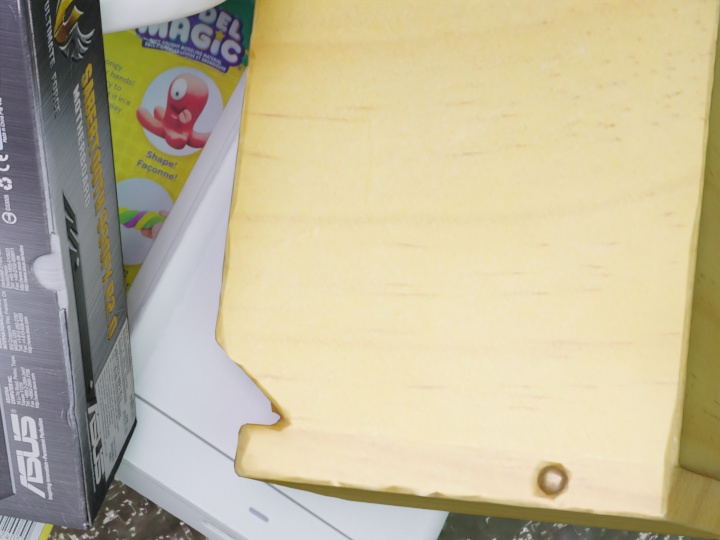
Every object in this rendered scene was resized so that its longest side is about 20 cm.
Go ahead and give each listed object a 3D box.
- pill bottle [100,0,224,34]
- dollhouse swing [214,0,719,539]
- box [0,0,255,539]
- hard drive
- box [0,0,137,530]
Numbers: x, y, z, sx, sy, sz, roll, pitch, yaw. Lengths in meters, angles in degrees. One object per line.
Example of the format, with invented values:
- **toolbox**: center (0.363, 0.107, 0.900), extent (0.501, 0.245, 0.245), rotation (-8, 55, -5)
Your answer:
- **pill bottle**: center (-0.098, -0.167, 0.642), extent (0.116, 0.116, 0.200), rotation (-12, 106, -20)
- **dollhouse swing**: center (0.064, -0.016, 0.773), extent (0.182, 0.176, 0.200), rotation (5, 82, 9)
- **box**: center (-0.120, -0.019, 0.757), extent (0.117, 0.048, 0.200), rotation (23, 95, -30)
- **hard drive**: center (0.000, 0.000, 0.765), extent (0.132, 0.027, 0.200), rotation (36, 67, -26)
- **box**: center (-0.146, -0.025, 0.626), extent (0.158, 0.048, 0.200), rotation (9, 132, 11)
